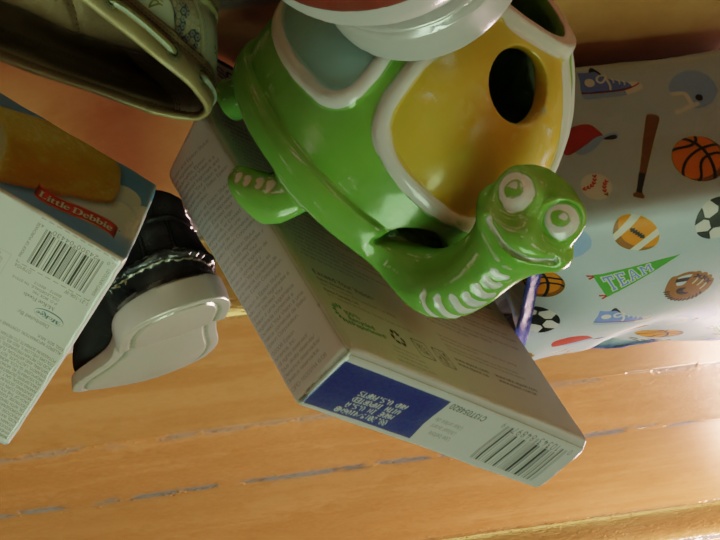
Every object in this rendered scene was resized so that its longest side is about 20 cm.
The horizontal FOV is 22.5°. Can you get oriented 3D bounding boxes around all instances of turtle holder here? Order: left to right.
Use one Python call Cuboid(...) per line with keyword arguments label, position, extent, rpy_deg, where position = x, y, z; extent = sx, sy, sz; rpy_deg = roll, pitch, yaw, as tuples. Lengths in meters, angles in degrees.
Cuboid(label="turtle holder", position=(0.022, -0.066, 0.759), extent=(0.141, 0.186, 0.132), rpy_deg=(38, 112, -12))

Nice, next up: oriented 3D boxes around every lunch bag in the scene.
Cuboid(label="lunch bag", position=(0.147, -0.022, 0.952), extent=(0.169, 0.124, 0.200), rpy_deg=(-8, 147, -5))

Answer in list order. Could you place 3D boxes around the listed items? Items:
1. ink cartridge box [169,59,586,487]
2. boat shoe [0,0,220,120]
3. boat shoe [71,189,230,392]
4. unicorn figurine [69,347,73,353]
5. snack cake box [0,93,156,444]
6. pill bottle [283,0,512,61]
Cuboid(label="ink cartridge box", position=(0.000, 0.000, 0.857), extent=(0.041, 0.200, 0.199), rpy_deg=(-43, 143, 18))
Cuboid(label="boat shoe", position=(-0.139, -0.114, 0.731), extent=(0.199, 0.063, 0.073), rpy_deg=(12, 149, -36))
Cuboid(label="boat shoe", position=(-0.110, 0.015, 0.876), extent=(0.074, 0.061, 0.200), rpy_deg=(-17, 170, -14))
Cuboid(label="unicorn figurine", position=(-0.183, 0.017, 0.983), extent=(0.137, 0.074, 0.200), rpy_deg=(-8, 153, -12))
Cuboid(label="snack cake box", position=(-0.201, -0.029, 0.748), extent=(0.199, 0.067, 0.115), rpy_deg=(31, 120, -12))
Cuboid(label="pill bottle", position=(-0.005, -0.156, 0.628), extent=(0.112, 0.113, 0.200), rpy_deg=(-15, 154, 14))
